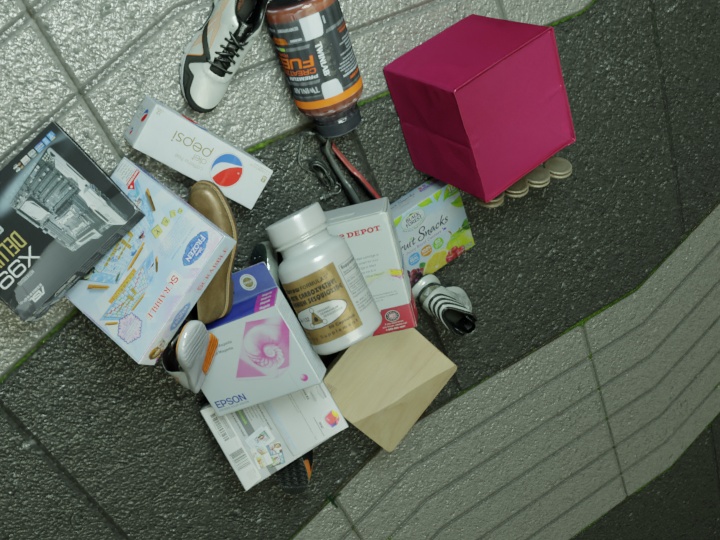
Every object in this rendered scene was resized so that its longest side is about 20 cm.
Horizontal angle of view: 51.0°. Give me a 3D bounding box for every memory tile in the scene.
[{"bbox_3d":[0.252,-0.179,1.299,0.198,0.154,0.017,-22,137,-22],"label":"memory tile"}]

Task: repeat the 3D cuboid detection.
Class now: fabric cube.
[{"bbox_3d":[0.188,-0.261,1.190,0.195,0.199,0.202,-34,125,-16],"label":"fabric cube"}]

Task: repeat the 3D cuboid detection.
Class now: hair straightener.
[{"bbox_3d":[-0.037,-0.142,1.203,0.077,0.041,0.200,-46,127,-6],"label":"hair straightener"}]

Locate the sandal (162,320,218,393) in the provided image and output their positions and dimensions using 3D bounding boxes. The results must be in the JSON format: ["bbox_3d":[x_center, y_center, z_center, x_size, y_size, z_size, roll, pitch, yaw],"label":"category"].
[{"bbox_3d":[-0.242,0.107,1.040,0.207,0.058,0.080,100,11,-66],"label":"sandal"}]

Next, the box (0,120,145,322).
[{"bbox_3d":[-0.402,-0.060,0.960,0.200,0.050,0.158,-44,91,-6],"label":"box"}]

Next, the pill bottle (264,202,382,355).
[{"bbox_3d":[-0.057,0.010,1.107,0.113,0.114,0.202,-28,99,-17],"label":"pill bottle"}]

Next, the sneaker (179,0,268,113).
[{"bbox_3d":[-0.183,-0.307,1.015,0.073,0.080,0.202,15,104,-37],"label":"sneaker"}]

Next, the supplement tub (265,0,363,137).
[{"bbox_3d":[-0.058,-0.296,1.080,0.106,0.107,0.202,-30,124,-16],"label":"supplement tub"}]

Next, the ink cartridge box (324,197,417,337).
[{"bbox_3d":[0.000,0.000,1.210,0.143,0.083,0.203,-12,111,9],"label":"ink cartridge box"}]

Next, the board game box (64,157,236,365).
[{"bbox_3d":[-0.297,-0.014,1.010,0.201,0.199,0.041,-54,161,2],"label":"board game box"}]

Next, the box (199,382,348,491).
[{"bbox_3d":[-0.143,0.243,1.257,0.198,0.041,0.157,-31,96,-7],"label":"box"}]

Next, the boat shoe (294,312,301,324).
[{"bbox_3d":[-0.122,0.114,1.253,0.198,0.063,0.074,-24,122,-21],"label":"boat shoe"}]

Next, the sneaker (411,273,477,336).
[{"bbox_3d":[0.170,0.083,1.363,0.076,0.116,0.200,-47,148,11],"label":"sneaker"}]

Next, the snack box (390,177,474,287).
[{"bbox_3d":[0.094,-0.057,1.315,0.199,0.053,0.143,-34,124,-15],"label":"snack box"}]

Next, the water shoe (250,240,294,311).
[{"bbox_3d":[-0.119,0.053,1.190,0.078,0.071,0.203,-8,94,-38],"label":"water shoe"}]

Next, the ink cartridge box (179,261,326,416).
[{"bbox_3d":[-0.180,0.109,1.134,0.194,0.043,0.202,-21,112,22],"label":"ink cartridge box"}]

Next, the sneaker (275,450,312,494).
[{"bbox_3d":[-0.124,0.285,1.335,0.069,0.090,0.203,-7,94,6],"label":"sneaker"}]

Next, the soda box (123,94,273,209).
[{"bbox_3d":[-0.225,-0.164,1.063,0.199,0.064,0.069,28,97,-37],"label":"soda box"}]

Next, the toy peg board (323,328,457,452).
[{"bbox_3d":[0.034,0.184,1.379,0.199,0.098,0.201,41,87,-22],"label":"toy peg board"}]

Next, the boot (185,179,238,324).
[{"bbox_3d":[-0.217,-0.021,1.045,0.075,0.073,0.203,-31,124,-62],"label":"boot"}]
